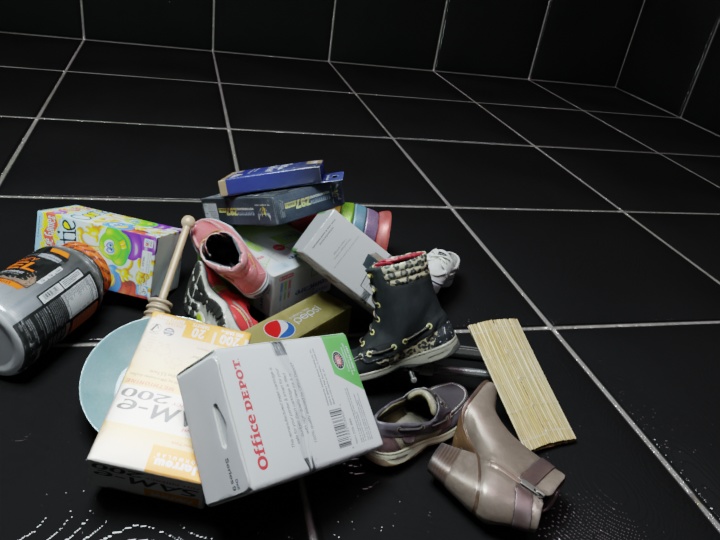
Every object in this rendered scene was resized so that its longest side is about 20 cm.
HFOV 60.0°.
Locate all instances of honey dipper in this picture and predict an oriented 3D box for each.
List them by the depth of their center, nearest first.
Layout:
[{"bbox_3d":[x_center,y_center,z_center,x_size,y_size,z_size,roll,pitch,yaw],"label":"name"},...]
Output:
[{"bbox_3d":[-0.294,0.000,0.968,0.038,0.038,0.200,10,65,1],"label":"honey dipper"}]

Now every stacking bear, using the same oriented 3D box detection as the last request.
[{"bbox_3d":[-0.049,-0.077,1.186,0.200,0.114,0.121,10,29,-5],"label":"stacking bear"}]

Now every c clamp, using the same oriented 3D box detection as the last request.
[{"bbox_3d":[0.154,0.145,0.936,0.200,0.027,0.171,5,12,-9],"label":"c clamp"}]

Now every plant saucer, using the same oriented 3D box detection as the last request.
[{"bbox_3d":[-0.248,0.148,0.796,0.201,0.039,0.201,9,47,-9],"label":"plant saucer"}]

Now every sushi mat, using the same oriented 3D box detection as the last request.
[{"bbox_3d":[0.228,0.157,0.891,0.096,0.012,0.200,-4,56,-26],"label":"sushi mat"}]

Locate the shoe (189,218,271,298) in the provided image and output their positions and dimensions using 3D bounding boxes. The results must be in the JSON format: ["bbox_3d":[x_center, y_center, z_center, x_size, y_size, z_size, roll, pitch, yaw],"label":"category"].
[{"bbox_3d":[-0.221,-0.040,0.978,0.071,0.091,0.200,-43,56,-8],"label":"shoe"}]

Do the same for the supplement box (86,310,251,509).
[{"bbox_3d":[-0.212,0.155,0.723,0.126,0.074,0.200,14,47,-6],"label":"supplement box"}]

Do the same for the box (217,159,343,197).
[{"bbox_3d":[-0.129,-0.160,1.057,0.200,0.032,0.121,-7,15,1],"label":"box"}]

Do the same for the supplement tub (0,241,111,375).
[{"bbox_3d":[-0.448,0.043,0.870,0.122,0.123,0.200,14,30,9],"label":"supplement tub"}]

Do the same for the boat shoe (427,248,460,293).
[{"bbox_3d":[0.135,-0.005,1.110,0.072,0.066,0.200,32,14,22],"label":"boat shoe"}]

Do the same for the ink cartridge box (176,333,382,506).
[{"bbox_3d":[-0.087,0.157,0.695,0.200,0.084,0.146,1,64,-49],"label":"ink cartridge box"}]

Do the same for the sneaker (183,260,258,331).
[{"bbox_3d":[-0.220,0.055,0.986,0.085,0.077,0.200,12,23,-38],"label":"sneaker"}]

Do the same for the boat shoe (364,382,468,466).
[{"bbox_3d":[0.083,0.188,0.821,0.200,0.065,0.072,-17,35,-43],"label":"boat shoe"}]

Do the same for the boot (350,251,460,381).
[{"bbox_3d":[0.023,0.067,0.878,0.203,0.154,0.073,-15,13,11],"label":"boot"}]

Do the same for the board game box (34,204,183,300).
[{"bbox_3d":[-0.403,-0.032,1.008,0.200,0.105,0.103,12,13,7],"label":"board game box"}]

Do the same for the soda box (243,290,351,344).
[{"bbox_3d":[-0.100,0.101,0.920,0.064,0.068,0.200,26,34,28],"label":"soda box"}]

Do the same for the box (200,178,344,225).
[{"bbox_3d":[-0.152,-0.119,1.074,0.200,0.051,0.158,5,21,41],"label":"box"}]

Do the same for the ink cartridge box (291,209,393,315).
[{"bbox_3d":[0.000,0.000,0.972,0.200,0.084,0.146,38,-5,-12],"label":"ink cartridge box"}]

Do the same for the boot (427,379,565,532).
[{"bbox_3d":[0.181,0.229,0.774,0.146,0.070,0.200,21,41,25],"label":"boot"}]

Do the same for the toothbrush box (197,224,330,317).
[{"bbox_3d":[-0.168,-0.019,1.094,0.200,0.086,0.146,31,36,31],"label":"toothbrush box"}]
